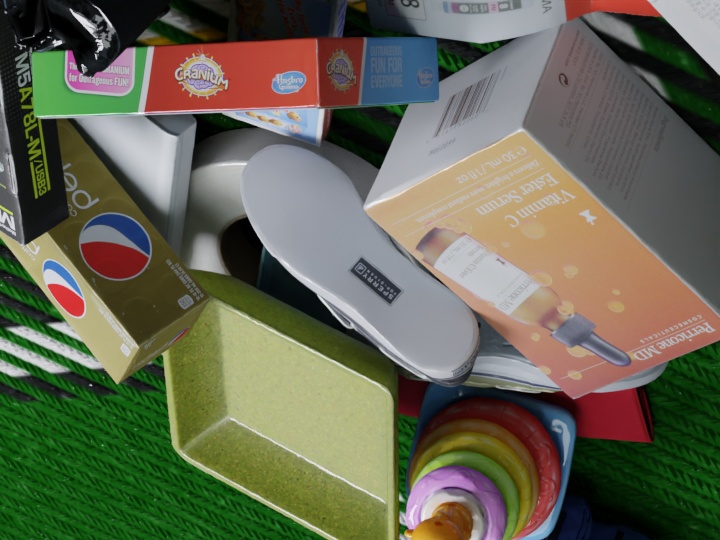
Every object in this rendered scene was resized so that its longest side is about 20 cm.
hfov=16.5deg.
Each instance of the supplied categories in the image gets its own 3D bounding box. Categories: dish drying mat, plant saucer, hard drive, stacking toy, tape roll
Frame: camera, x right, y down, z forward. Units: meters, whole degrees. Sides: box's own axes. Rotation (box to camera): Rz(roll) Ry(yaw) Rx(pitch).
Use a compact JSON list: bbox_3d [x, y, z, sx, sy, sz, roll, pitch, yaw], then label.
[{"bbox_3d":[0.109,0.087,1.784,0.199,0.018,0.077,3,137,23],"label":"dish drying mat"},{"bbox_3d":[-0.046,0.093,1.734,0.199,0.048,0.201,26,142,24],"label":"plant saucer"},{"bbox_3d":[-0.174,-0.069,1.707,0.132,0.027,0.201,38,146,18],"label":"hard drive"},{"bbox_3d":[-0.041,0.033,1.740,0.069,0.019,0.201,20,142,6],"label":"plant saucer"},{"bbox_3d":[0.072,0.158,1.692,0.115,0.200,0.111,15,108,10],"label":"stacking toy"},{"bbox_3d":[-0.044,-0.015,1.728,0.201,0.037,0.204,15,141,12],"label":"tape roll"}]

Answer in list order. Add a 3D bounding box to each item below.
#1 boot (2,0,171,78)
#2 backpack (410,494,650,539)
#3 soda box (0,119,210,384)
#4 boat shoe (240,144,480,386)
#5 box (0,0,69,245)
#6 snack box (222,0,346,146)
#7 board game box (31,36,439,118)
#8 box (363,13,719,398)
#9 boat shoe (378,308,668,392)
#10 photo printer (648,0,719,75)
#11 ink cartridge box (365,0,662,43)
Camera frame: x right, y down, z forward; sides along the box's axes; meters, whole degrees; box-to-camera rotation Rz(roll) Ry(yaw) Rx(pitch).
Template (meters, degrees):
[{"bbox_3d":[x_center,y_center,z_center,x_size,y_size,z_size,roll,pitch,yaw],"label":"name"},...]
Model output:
[{"bbox_3d":[-0.092,-0.173,1.412,0.199,0.168,0.077,9,133,42],"label":"boot"},{"bbox_3d":[0.126,0.251,1.851,0.199,0.163,0.169,14,138,14],"label":"backpack"},{"bbox_3d":[-0.193,-0.028,1.670,0.200,0.068,0.064,50,149,9],"label":"soda box"},{"bbox_3d":[0.000,0.000,1.620,0.200,0.072,0.068,40,168,14],"label":"boat shoe"},{"bbox_3d":[-0.272,-0.139,1.570,0.199,0.047,0.194,31,144,32],"label":"box"},{"bbox_3d":[-0.047,-0.161,1.567,0.071,0.024,0.201,19,142,8],"label":"snack box"},{"bbox_3d":[-0.074,-0.116,1.500,0.199,0.153,0.041,0,95,28],"label":"board game box"},{"bbox_3d":[0.132,-0.037,1.553,0.200,0.107,0.152,41,139,-20],"label":"box"},{"bbox_3d":[0.111,0.048,1.692,0.198,0.073,0.062,5,162,6],"label":"boat shoe"},{"bbox_3d":[0.260,-0.175,1.348,0.166,0.070,0.199,41,138,-25],"label":"photo printer"},{"bbox_3d":[0.091,-0.200,1.430,0.199,0.057,0.163,12,141,22],"label":"ink cartridge box"}]
